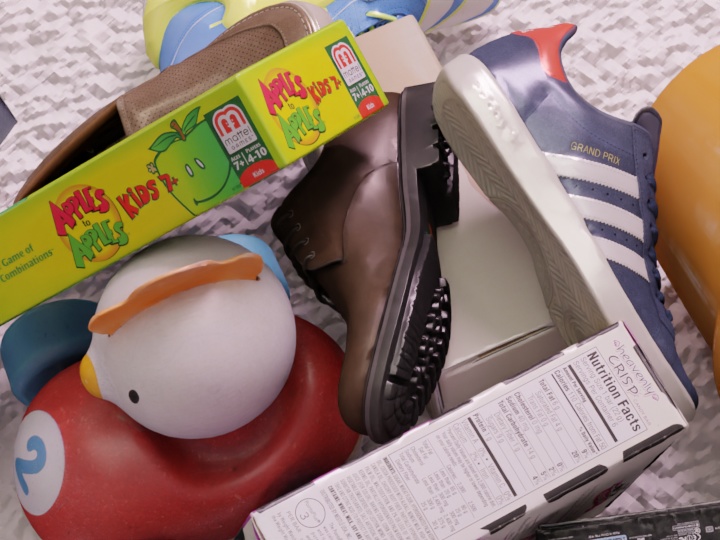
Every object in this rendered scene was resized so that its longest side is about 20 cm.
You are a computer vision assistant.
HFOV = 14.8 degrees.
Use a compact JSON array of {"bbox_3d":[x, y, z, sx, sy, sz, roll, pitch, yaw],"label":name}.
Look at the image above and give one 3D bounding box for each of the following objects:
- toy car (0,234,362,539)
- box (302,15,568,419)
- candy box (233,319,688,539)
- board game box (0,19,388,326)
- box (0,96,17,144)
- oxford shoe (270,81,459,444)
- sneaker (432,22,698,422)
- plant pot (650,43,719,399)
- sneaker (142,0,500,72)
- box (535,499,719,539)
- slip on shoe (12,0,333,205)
[{"bbox_3d":[-0.092,0.050,1.311,0.176,0.200,0.185,-21,59,-4],"label":"toy car"},{"bbox_3d":[0.036,-0.018,1.396,0.077,0.095,0.200,-23,61,-6],"label":"box"},{"bbox_3d":[0.034,0.108,1.242,0.199,0.136,0.061,-25,76,-22],"label":"candy box"},{"bbox_3d":[-0.093,-0.044,1.302,0.200,0.102,0.048,-28,94,34],"label":"board game box"},{"bbox_3d":[-0.273,-0.013,1.354,0.157,0.051,0.200,-19,28,34],"label":"box"},{"bbox_3d":[0.000,0.000,1.301,0.084,0.073,0.201,-4,48,10],"label":"oxford shoe"},{"bbox_3d":[0.117,-0.025,1.286,0.084,0.075,0.200,-30,90,-16],"label":"sneaker"},{"bbox_3d":[0.226,-0.016,1.323,0.200,0.201,0.183,-32,45,-11],"label":"plant pot"},{"bbox_3d":[-0.019,-0.113,1.480,0.199,0.076,0.106,-5,71,14],"label":"sneaker"},{"bbox_3d":[0.190,0.178,1.215,0.199,0.086,0.165,-10,82,12],"label":"box"},{"bbox_3d":[-0.096,-0.071,1.406,0.200,0.060,0.076,-31,62,31],"label":"slip on shoe"}]
